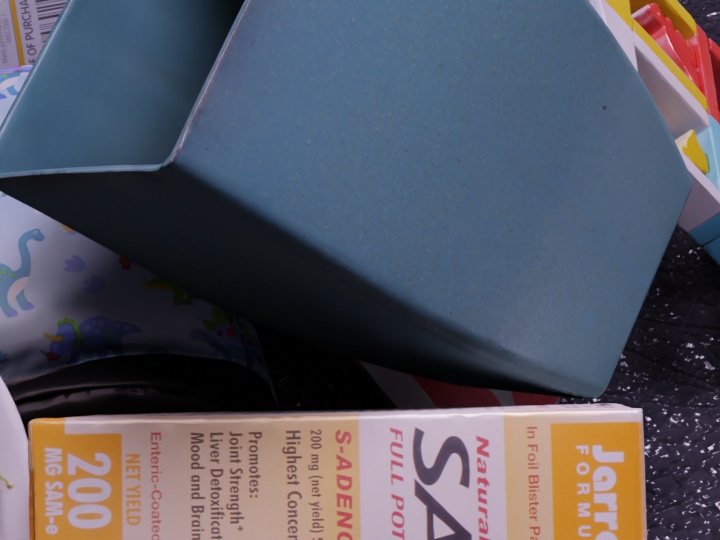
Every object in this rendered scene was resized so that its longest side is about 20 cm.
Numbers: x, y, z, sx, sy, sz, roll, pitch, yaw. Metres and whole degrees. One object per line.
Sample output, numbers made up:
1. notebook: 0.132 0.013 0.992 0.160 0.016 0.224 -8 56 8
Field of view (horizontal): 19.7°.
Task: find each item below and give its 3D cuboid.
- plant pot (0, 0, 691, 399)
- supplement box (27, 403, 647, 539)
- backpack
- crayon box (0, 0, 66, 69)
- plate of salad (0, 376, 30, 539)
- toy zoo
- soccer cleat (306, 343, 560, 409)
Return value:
1. plant pot: 0.008 -0.043 0.706 0.141 0.199 0.142 1 62 57
2. supplement box: -0.006 0.109 0.683 0.198 0.127 0.074 -2 -4 2
3. backpack: -0.114 0.012 0.815 0.162 0.155 0.200 -9 30 0
4. crayon box: -0.210 -0.084 0.928 0.198 0.126 0.052 -12 40 -11
5. plate of salad: -0.203 0.095 0.708 0.198 0.048 0.202 -5 75 18
6. toy zoo: 0.139 -0.056 0.846 0.020 0.200 0.132 -33 31 26
7. soccer cleat: 0.000 0.000 0.835 0.073 0.068 0.201 -27 65 -20
